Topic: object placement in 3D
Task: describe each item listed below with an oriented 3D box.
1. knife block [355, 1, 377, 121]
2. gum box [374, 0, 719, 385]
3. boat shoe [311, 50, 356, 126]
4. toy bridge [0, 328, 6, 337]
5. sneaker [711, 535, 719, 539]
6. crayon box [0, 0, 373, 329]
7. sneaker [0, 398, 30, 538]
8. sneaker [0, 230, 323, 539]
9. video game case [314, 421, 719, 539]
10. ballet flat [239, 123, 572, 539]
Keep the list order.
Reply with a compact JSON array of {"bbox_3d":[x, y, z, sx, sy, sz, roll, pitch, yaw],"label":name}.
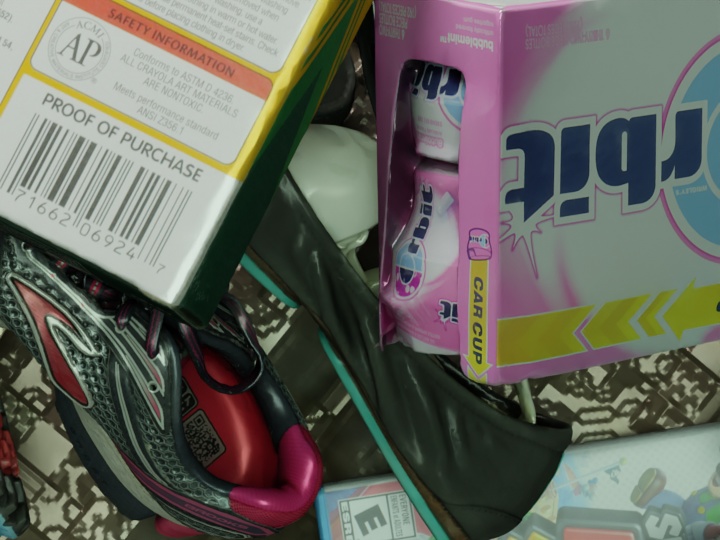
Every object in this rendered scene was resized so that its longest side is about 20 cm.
[{"bbox_3d":[0.014,-0.142,0.936,0.064,0.200,0.176,-13,62,-3],"label":"knife block"},{"bbox_3d":[0.093,-0.038,0.934,0.199,0.066,0.114,-10,106,-34],"label":"gum box"},{"bbox_3d":[-0.069,-0.123,0.974,0.202,0.063,0.074,52,51,-2],"label":"boat shoe"},{"bbox_3d":[-0.173,0.084,1.000,0.067,0.027,0.200,38,89,-5],"label":"toy bridge"},{"bbox_3d":[0.205,0.131,0.950,0.198,0.130,0.080,23,82,-14],"label":"sneaker"},{"bbox_3d":[-0.059,-0.100,0.878,0.125,0.052,0.201,26,85,10],"label":"crayon box"},{"bbox_3d":[-0.177,0.037,0.905,0.095,0.079,0.200,-25,134,3],"label":"sneaker"},{"bbox_3d":[-0.080,0.003,0.951,0.081,0.075,0.200,-48,113,-23],"label":"sneaker"},{"bbox_3d":[0.092,0.130,1.017,0.199,0.018,0.144,-9,91,-3],"label":"video game case"},{"bbox_3d":[0.000,0.000,0.964,0.068,0.068,0.200,-37,108,3],"label":"ballet flat"}]
